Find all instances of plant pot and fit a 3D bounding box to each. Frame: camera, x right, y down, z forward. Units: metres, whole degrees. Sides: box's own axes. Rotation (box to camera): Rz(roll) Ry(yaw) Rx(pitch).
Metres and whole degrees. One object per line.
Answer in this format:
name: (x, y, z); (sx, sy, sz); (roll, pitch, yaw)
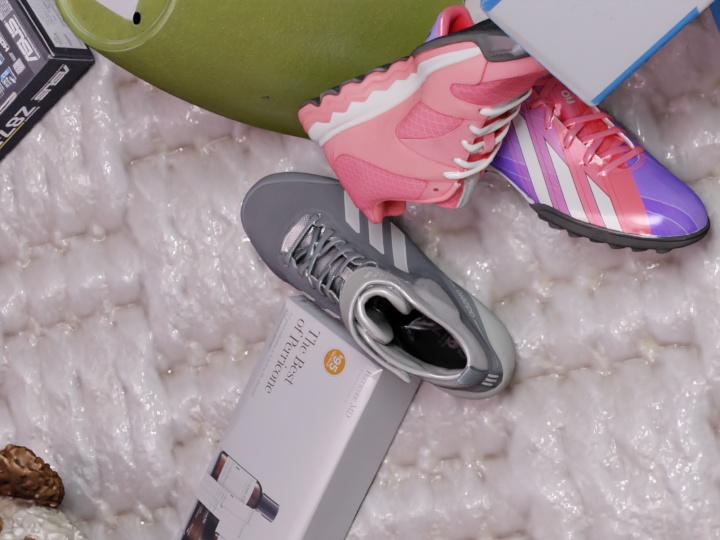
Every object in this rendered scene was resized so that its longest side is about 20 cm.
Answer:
plant pot: (-0.074, -0.164, 1.621); (0.187, 0.200, 0.187); (2, 94, 35)

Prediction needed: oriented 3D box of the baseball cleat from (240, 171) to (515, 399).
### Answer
baseball cleat: (0.000, 0.000, 1.634); (0.200, 0.106, 0.070); (33, 97, 24)

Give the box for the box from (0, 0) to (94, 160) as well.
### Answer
box: (-0.274, -0.161, 1.855); (0.161, 0.049, 0.200); (-43, 69, 27)

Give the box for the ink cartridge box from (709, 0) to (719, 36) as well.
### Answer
ink cartridge box: (0.276, -0.154, 1.456); (0.200, 0.068, 0.116); (-26, 78, 33)

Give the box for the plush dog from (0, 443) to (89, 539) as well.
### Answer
plush dog: (-0.201, 0.207, 1.784); (0.200, 0.160, 0.172); (-58, 43, 21)

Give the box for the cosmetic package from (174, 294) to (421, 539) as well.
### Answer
cosmetic package: (-0.042, 0.119, 1.704); (0.083, 0.051, 0.200); (35, 111, 28)

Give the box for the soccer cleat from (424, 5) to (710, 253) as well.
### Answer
soccer cleat: (0.106, -0.074, 1.575); (0.200, 0.068, 0.073); (32, 125, 33)

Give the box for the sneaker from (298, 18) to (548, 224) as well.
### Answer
sneaker: (0.053, -0.080, 1.548); (0.200, 0.074, 0.087); (-22, 92, 51)

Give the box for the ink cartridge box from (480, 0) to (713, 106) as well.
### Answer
ink cartridge box: (0.142, -0.196, 1.464); (0.084, 0.200, 0.146); (38, 118, -16)
